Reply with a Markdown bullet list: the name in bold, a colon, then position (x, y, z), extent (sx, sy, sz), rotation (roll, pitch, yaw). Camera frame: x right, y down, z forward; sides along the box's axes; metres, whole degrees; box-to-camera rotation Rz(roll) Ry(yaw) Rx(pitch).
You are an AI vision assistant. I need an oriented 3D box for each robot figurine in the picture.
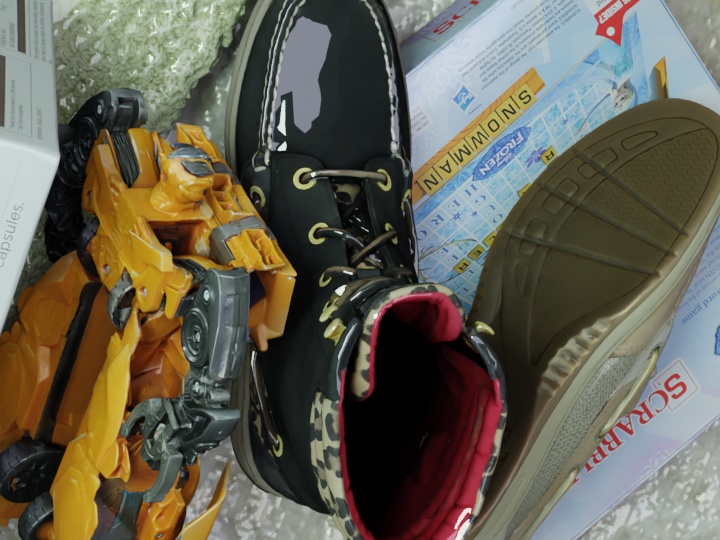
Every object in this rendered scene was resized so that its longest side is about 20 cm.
- **robot figurine**: position (-0.082, 0.035, 0.887), extent (0.058, 0.145, 0.201), rotation (-2, 133, -34)

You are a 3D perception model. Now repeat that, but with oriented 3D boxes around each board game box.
- **board game box**: position (0.068, -0.004, 1.004), extent (0.200, 0.041, 0.200), rotation (-38, 109, -7)

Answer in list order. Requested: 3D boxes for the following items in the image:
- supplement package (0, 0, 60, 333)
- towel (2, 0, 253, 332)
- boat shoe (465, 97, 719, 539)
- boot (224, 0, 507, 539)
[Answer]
- **supplement package**: position (-0.181, 0.009, 0.833), extent (0.110, 0.156, 0.201), rotation (16, 110, -14)
- **towel**: position (-0.129, -0.085, 0.925), extent (0.148, 0.036, 0.201), rotation (36, 88, -22)
- **boat shoe**: position (0.081, 0.027, 0.962), extent (0.201, 0.072, 0.065), rotation (-57, 147, -5)
- **boot**: position (0.000, 0.000, 0.880), extent (0.073, 0.151, 0.202), rotation (3, 101, -17)
